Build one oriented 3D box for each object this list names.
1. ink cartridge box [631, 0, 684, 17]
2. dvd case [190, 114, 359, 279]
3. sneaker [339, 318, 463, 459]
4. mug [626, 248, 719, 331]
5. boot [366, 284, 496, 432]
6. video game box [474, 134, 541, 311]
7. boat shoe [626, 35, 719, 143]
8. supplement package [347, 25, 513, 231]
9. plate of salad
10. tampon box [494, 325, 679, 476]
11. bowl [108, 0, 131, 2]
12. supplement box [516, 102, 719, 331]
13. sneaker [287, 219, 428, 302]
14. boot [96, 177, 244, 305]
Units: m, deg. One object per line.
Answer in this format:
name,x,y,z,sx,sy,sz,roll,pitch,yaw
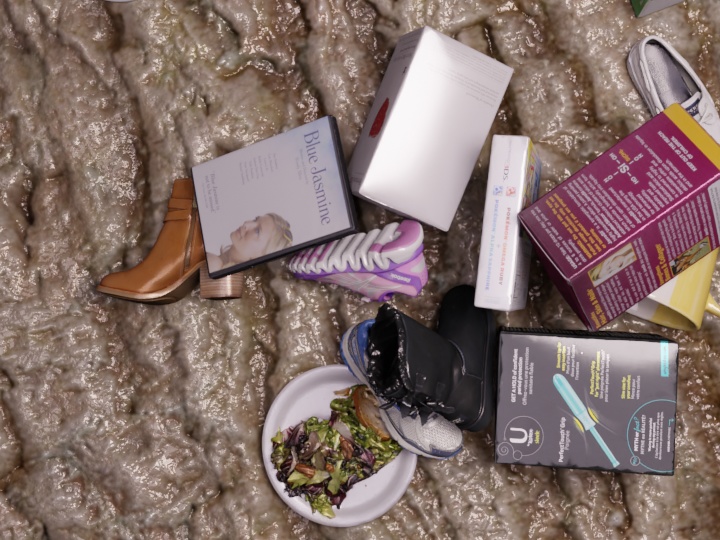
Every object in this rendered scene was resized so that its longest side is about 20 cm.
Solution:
ink cartridge box,0.366,-0.424,1.152,0.143,0.084,0.202,-19,87,7
dvd case,-0.105,-0.085,1.158,0.198,0.018,0.145,-17,75,20
sneaker,0.052,0.140,1.172,0.077,0.085,0.200,-39,82,-26
mug,0.360,-0.023,1.137,0.185,0.149,0.155,27,83,-21
boot,0.079,0.082,1.119,0.073,0.161,0.200,-28,50,39
video game box,0.170,-0.048,1.116,0.046,0.200,0.185,9,90,14
boat shoe,0.380,-0.186,1.159,0.073,0.065,0.201,-36,85,5
supplement package,0.073,-0.164,1.154,0.119,0.121,0.202,22,92,-14
plate of salad,-0.028,0.219,1.217,0.197,0.048,0.203,0,90,7
tampon box,0.256,0.146,1.142,0.197,0.126,0.152,3,90,8
bowl,-0.316,-0.450,1.236,0.198,0.090,0.204,0,90,8
supplement box,0.282,-0.051,1.014,0.199,0.131,0.104,-35,54,4
sneaker,0.000,0.000,1.179,0.198,0.081,0.089,-4,126,37
boot,-0.238,-0.039,1.234,0.197,0.077,0.158,-5,82,17
